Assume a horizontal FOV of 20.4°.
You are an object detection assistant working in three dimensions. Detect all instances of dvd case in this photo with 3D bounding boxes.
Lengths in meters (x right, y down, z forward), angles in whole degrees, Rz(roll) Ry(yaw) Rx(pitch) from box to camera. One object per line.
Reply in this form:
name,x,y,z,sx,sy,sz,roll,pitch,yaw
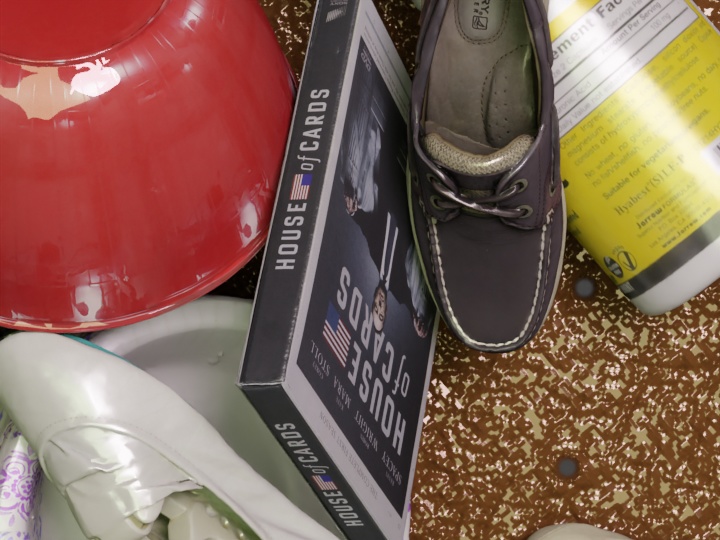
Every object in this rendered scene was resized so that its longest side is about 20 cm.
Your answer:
dvd case,0.000,0.000,0.864,0.025,0.150,0.201,-3,56,20

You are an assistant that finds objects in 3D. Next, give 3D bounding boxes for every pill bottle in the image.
pill bottle,0.108,-0.087,0.911,0.111,0.111,0.200,-40,89,6

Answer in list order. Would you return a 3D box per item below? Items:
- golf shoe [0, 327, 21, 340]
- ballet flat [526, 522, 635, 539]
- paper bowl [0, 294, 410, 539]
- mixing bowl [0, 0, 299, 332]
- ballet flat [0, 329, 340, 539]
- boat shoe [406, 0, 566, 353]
golf shoe,-0.149,-0.021,0.957,0.199,0.077,0.088,-25,85,6
ballet flat,0.168,0.167,0.947,0.199,0.069,0.070,9,95,4
paper bowl,-0.085,0.111,0.922,0.200,0.104,0.201,0,90,-25
mixing bowl,-0.119,-0.086,0.811,0.199,0.109,0.201,2,57,-3
ballet flat,-0.075,0.101,0.827,0.200,0.069,0.069,41,97,-23
boat shoe,0.050,-0.053,0.844,0.072,0.065,0.201,4,111,10
